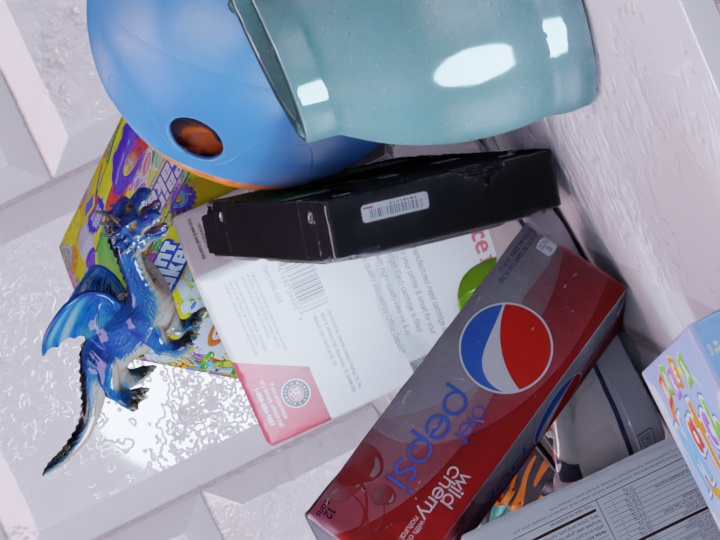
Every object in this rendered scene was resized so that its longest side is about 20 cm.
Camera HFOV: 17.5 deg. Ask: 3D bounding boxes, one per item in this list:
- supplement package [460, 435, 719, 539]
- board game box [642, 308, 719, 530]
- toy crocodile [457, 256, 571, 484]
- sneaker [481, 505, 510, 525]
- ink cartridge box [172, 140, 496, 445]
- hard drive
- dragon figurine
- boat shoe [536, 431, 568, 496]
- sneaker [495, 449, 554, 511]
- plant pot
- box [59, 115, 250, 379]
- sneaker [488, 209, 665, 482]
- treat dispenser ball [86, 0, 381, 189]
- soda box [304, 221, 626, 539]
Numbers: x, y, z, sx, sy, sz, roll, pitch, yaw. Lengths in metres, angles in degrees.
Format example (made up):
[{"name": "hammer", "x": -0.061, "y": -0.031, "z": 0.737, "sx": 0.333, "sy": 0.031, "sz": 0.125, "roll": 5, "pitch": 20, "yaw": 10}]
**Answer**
[{"name": "supplement package", "x": 0.154, "y": 0.212, "z": 1.221, "sx": 0.191, "sy": 0.146, "sz": 0.201, "roll": 84, "pitch": 161, "yaw": -75}, {"name": "board game box", "x": 0.190, "y": 0.117, "z": 1.013, "sx": 0.151, "sy": 0.036, "sz": 0.201, "roll": 91, "pitch": 154, "yaw": -80}, {"name": "toy crocodile", "x": 0.123, "y": 0.080, "z": 1.382, "sx": 0.201, "sy": 0.061, "sz": 0.068, "roll": 63, "pitch": 175, "yaw": 11}, {"name": "sneaker", "x": 0.133, "y": 0.199, "z": 1.792, "sx": 0.201, "sy": 0.083, "sz": 0.121, "roll": 73, "pitch": 180, "yaw": -52}, {"name": "ink cartridge box", "x": 0.000, "y": 0.000, "z": 1.502, "sx": 0.084, "sy": 0.199, "sz": 0.145, "roll": -117, "pitch": 4, "yaw": -56}, {"name": "hard drive", "x": 0.006, "y": -0.036, "z": 1.310, "sx": 0.200, "sy": 0.139, "sz": 0.038, "roll": 4, "pitch": 107, "yaw": 66}, {"name": "dragon figurine", "x": -0.167, "y": 0.036, "z": 1.498, "sx": 0.099, "sy": 0.200, "sz": 0.059, "roll": 38, "pitch": -153, "yaw": -11}, {"name": "boat shoe", "x": 0.138, "y": 0.123, "z": 1.448, "sx": 0.074, "sy": 0.060, "sz": 0.201, "roll": 82, "pitch": 162, "yaw": -72}, {"name": "sneaker", "x": 0.113, "y": 0.164, "z": 1.611, "sx": 0.078, "sy": 0.111, "sz": 0.201, "roll": 94, "pitch": 151, "yaw": -81}, {"name": "plant pot", "x": 0.007, "y": -0.141, "z": 1.096, "sx": 0.200, "sy": 0.133, "sz": 0.201, "roll": 90, "pitch": 154, "yaw": -77}, {"name": "box", "x": -0.071, "y": -0.040, "z": 1.588, "sx": 0.201, "sy": 0.191, "sz": 0.122, "roll": -60, "pitch": 36, "yaw": 26}, {"name": "sneaker", "x": 0.099, "y": 0.027, "z": 1.315, "sx": 0.073, "sy": 0.070, "sz": 0.201, "roll": 72, "pitch": 174, "yaw": -57}, {"name": "treat dispenser ball", "x": -0.054, "y": -0.147, "z": 1.316, "sx": 0.202, "sy": 0.200, "sz": 0.201, "roll": 63, "pitch": 175, "yaw": 10}, {"name": "soda box", "x": 0.058, "y": 0.078, "z": 1.231, "sx": 0.070, "sy": 0.200, "sz": 0.063, "roll": 34, "pitch": 167, "yaw": 15}]
